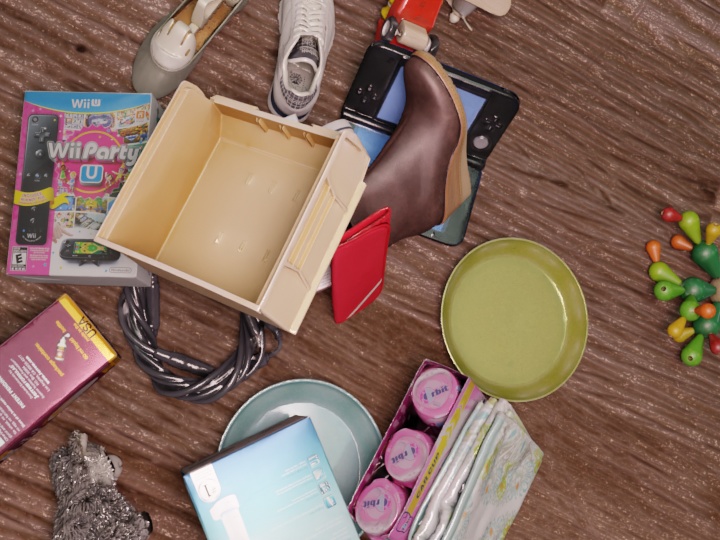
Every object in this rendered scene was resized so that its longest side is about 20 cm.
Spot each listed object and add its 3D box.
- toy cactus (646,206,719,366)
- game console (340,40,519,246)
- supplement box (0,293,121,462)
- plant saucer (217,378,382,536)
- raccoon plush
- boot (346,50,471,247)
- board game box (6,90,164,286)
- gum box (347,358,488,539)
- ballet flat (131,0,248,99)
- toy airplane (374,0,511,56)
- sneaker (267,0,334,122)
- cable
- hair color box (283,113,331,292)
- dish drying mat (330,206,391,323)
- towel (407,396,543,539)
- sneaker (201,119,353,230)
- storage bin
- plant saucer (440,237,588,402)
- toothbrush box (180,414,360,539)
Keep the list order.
[{"bbox_3d":[0.457,0.020,1.100,0.162,0.102,0.204,3,72,-23],"label":"toy cactus"},{"bbox_3d":[0.070,-0.149,1.014,0.197,0.171,0.120,18,51,-11],"label":"game console"},{"bbox_3d":[-0.352,0.124,0.869,0.200,0.110,0.086,-42,93,-15],"label":"supplement box"},{"bbox_3d":[-0.068,0.227,0.962,0.196,0.036,0.204,2,82,-14],"label":"plant saucer"},{"bbox_3d":[-0.294,0.249,0.838,0.096,0.200,0.135,-36,91,16],"label":"raccoon plush"},{"bbox_3d":[0.042,-0.124,0.945,0.165,0.072,0.202,-31,121,-20],"label":"boot"},{"bbox_3d":[-0.298,-0.089,0.921,0.145,0.064,0.204,1,80,3],"label":"board game box"},{"bbox_3d":[0.072,0.220,0.949,0.202,0.065,0.114,-60,142,-16],"label":"gum box"},{"bbox_3d":[-0.201,-0.291,0.992,0.067,0.064,0.201,38,75,-5],"label":"ballet flat"},{"bbox_3d":[0.076,-0.373,1.032,0.197,0.141,0.202,-26,121,-4],"label":"toy airplane"},{"bbox_3d":[-0.064,-0.283,1.017,0.075,0.080,0.204,7,79,-11],"label":"sneaker"},{"bbox_3d":[-0.192,0.046,0.958,0.162,0.051,0.202,-32,88,-9],"label":"cable"},{"bbox_3d":[-0.090,-0.066,0.987,0.109,0.064,0.203,-22,89,-13],"label":"hair color box"},{"bbox_3d":[0.000,0.000,0.931,0.076,0.201,0.018,-33,70,-15],"label":"dish drying mat"},{"bbox_3d":[0.135,0.260,0.949,0.202,0.048,0.171,-58,142,-14],"label":"towel"},{"bbox_3d":[-0.074,-0.077,0.918,0.199,0.078,0.080,-38,81,-1],"label":"sneaker"},{"bbox_3d":[-0.118,-0.069,0.825,0.198,0.094,0.201,20,77,25],"label":"storage bin"},{"bbox_3d":[0.189,0.062,1.052,0.196,0.031,0.204,2,81,-14],"label":"plant saucer"},{"bbox_3d":[-0.086,0.275,0.888,0.145,0.085,0.203,-23,87,-16],"label":"toothbrush box"}]
